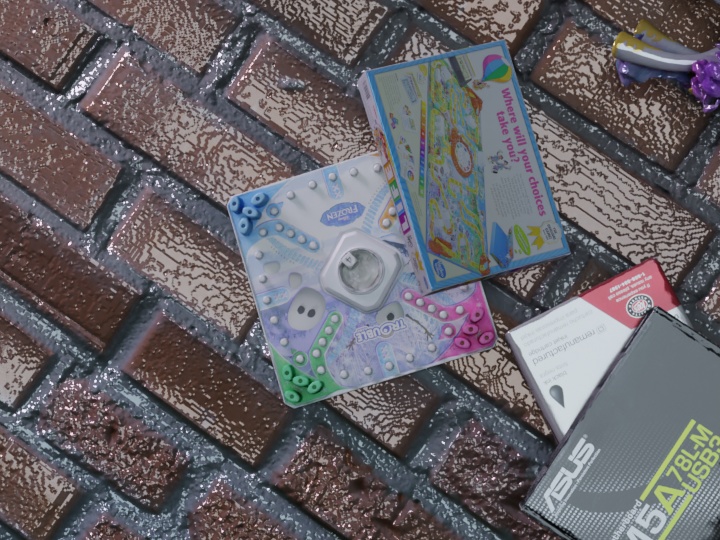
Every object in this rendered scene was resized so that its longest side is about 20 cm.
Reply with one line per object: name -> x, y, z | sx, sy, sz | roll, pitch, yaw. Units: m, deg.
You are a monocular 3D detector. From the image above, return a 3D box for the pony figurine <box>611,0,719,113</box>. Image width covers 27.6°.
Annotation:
pony figurine -> 0.322, -0.180, 1.242 | 0.200, 0.167, 0.193 | 21, 80, 21

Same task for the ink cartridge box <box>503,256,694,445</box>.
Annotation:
ink cartridge box -> 0.231, 0.110, 1.246 | 0.147, 0.083, 0.200 | -28, 84, 2

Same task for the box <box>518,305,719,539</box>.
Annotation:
box -> 0.261, 0.162, 1.175 | 0.193, 0.048, 0.200 | 35, 89, 3

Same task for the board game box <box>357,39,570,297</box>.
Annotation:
board game box -> 0.090, -0.090, 1.279 | 0.134, 0.034, 0.200 | -14, 84, -15

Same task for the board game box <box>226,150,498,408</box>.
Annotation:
board game box -> 0.000, 0.000, 1.304 | 0.200, 0.026, 0.200 | -17, 84, 3
